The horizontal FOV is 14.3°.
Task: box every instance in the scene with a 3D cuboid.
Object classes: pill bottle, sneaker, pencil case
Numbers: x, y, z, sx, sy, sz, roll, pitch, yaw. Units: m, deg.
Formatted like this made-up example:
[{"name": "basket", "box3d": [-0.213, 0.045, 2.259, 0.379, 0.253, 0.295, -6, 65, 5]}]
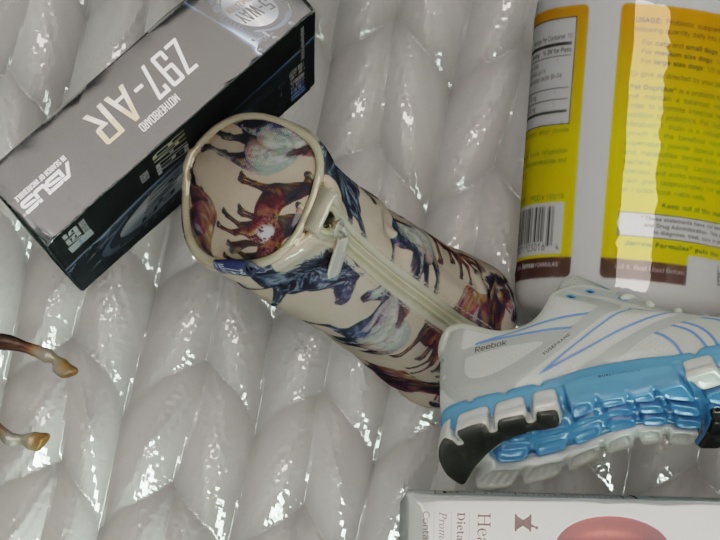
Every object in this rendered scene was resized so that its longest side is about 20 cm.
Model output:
[{"name": "pill bottle", "box3d": [0.136, -0.074, 1.398, 0.109, 0.109, 0.200, 5, 85, -1]}, {"name": "sneaker", "box3d": [0.128, 0.035, 1.307, 0.200, 0.075, 0.087, -8, 54, -3]}, {"name": "pencil case", "box3d": [0.000, 0.000, 1.347, 0.089, 0.200, 0.078, 36, 91, 40]}]

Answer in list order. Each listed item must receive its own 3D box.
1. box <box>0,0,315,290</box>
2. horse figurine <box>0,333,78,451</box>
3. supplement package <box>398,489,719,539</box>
[{"name": "box", "box3d": [-0.094, -0.068, 1.345, 0.160, 0.200, 0.044, -42, 86, -6]}, {"name": "horse figurine", "box3d": [-0.227, 0.075, 1.399, 0.132, 0.050, 0.200, 34, 90, 14]}, {"name": "supplement package", "box3d": [0.117, 0.202, 1.351, 0.200, 0.147, 0.192, 1, 84, -1]}]
